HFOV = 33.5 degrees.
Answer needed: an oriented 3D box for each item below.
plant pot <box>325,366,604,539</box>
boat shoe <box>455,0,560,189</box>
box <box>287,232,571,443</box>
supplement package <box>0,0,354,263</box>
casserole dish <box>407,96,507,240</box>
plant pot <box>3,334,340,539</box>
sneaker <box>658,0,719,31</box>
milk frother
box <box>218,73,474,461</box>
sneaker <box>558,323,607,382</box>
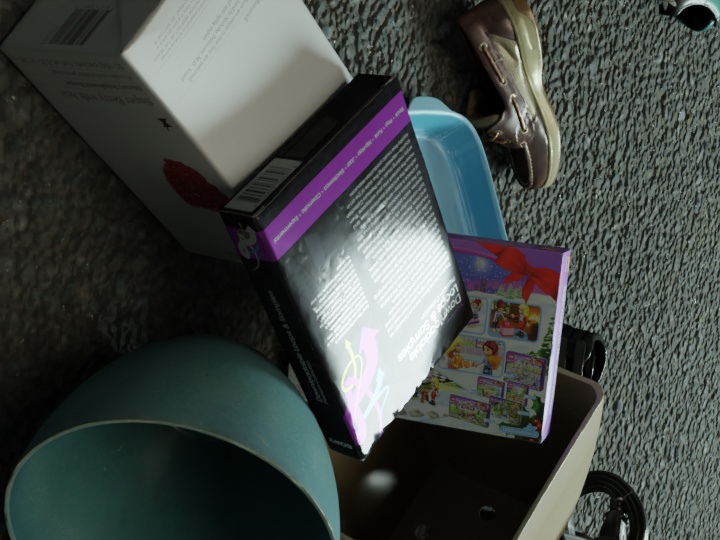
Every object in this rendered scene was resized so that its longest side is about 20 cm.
[{"bbox_3d":[0.070,0.183,0.959,0.200,0.199,0.178,-52,146,-27],"label":"plant pot"},{"bbox_3d":[0.122,-0.145,1.037,0.072,0.072,0.201,-26,135,-9],"label":"boat shoe"},{"bbox_3d":[0.048,0.040,0.881,0.039,0.198,0.138,-17,114,-71],"label":"box"},{"bbox_3d":[-0.093,-0.107,0.737,0.120,0.121,0.200,-59,136,-22],"label":"supplement package"},{"bbox_3d":[0.065,-0.039,0.962,0.121,0.039,0.202,-7,81,-48],"label":"casserole dish"},{"bbox_3d":[-0.103,0.119,0.751,0.135,0.198,0.201,-78,152,-51],"label":"plant pot"},{"bbox_3d":[0.376,-0.295,1.292,0.199,0.071,0.081,2,102,-45],"label":"sneaker"},{"bbox_3d":[0.192,0.271,1.104,0.188,0.199,0.182,23,80,-50],"label":"milk frother"},{"bbox_3d":[0.000,0.000,0.754,0.143,0.036,0.201,-48,131,-33],"label":"box"},{"bbox_3d":[0.152,0.083,1.090,0.199,0.099,0.071,-12,110,-46],"label":"sneaker"}]
